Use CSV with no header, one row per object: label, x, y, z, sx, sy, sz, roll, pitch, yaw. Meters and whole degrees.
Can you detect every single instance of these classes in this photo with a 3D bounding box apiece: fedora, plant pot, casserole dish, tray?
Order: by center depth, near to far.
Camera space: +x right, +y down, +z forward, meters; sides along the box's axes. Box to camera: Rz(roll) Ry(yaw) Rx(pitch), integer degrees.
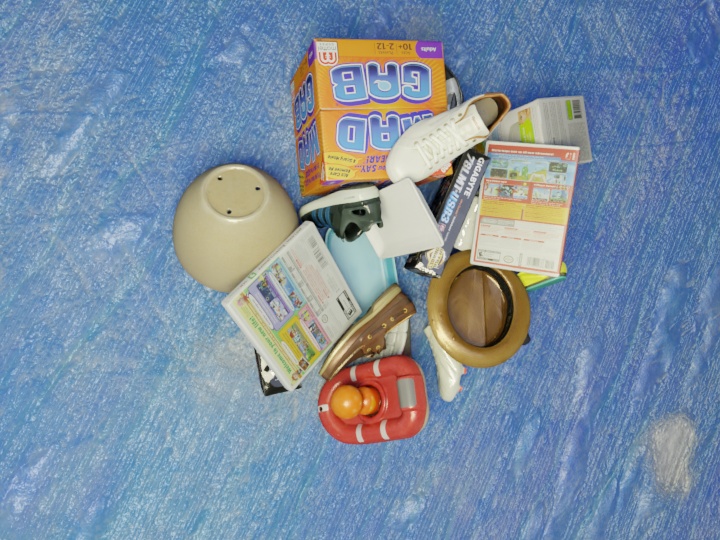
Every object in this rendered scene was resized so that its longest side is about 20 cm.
plant pot,-0.187,-0.083,0.837,0.199,0.135,0.201,4,66,-9
tray,0.056,-0.077,0.852,0.022,0.200,0.108,-34,100,-23
fedora,0.192,0.068,0.954,0.200,0.082,0.201,3,75,-13
casserole dish,0.000,0.000,0.978,0.121,0.039,0.201,-10,93,-17

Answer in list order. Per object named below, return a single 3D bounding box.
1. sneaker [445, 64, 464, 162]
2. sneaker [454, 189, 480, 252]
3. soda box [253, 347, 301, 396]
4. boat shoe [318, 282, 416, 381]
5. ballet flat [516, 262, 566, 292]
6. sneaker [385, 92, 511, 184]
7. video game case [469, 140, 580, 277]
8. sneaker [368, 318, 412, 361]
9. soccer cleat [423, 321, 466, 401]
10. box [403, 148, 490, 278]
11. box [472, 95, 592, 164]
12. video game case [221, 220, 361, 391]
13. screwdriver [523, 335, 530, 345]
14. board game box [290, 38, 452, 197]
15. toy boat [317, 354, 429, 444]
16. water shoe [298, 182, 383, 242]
sneaker,0.139,-0.279,1.002,0.088,0.074,0.201,-20,95,-18
sneaker,0.254,-0.086,0.997,0.199,0.074,0.116,4,117,-37
soda box,-0.148,0.098,0.916,0.063,0.071,0.201,-11,93,-15
boat shoe,0.014,0.110,0.917,0.068,0.072,0.200,43,75,5
ballet flat,0.274,0.023,1.013,0.067,0.200,0.067,7,58,-56
sneaker,0.123,-0.193,0.782,0.200,0.085,0.073,-37,102,-8
video game case,0.257,-0.099,0.882,0.142,0.017,0.201,10,100,22
sneaker,0.064,0.172,0.991,0.082,0.077,0.201,14,85,-44
soccer cleat,0.149,0.134,1.010,0.077,0.069,0.201,8,80,-11
box,0.137,-0.086,0.923,0.050,0.200,0.199,22,89,0
box,0.288,-0.221,0.977,0.101,0.200,0.113,-11,94,-23
video game case,-0.095,0.057,0.855,0.182,0.022,0.200,-47,130,-25
screwdriver,0.269,0.056,1.064,0.029,0.028,0.200,-28,96,15
board game box,0.009,-0.235,0.896,0.199,0.200,0.201,-6,92,-16
toy boat,0.003,0.209,0.890,0.130,0.200,0.131,14,62,-47
water shoe,-0.037,-0.080,0.882,0.071,0.200,0.079,-16,92,-30
